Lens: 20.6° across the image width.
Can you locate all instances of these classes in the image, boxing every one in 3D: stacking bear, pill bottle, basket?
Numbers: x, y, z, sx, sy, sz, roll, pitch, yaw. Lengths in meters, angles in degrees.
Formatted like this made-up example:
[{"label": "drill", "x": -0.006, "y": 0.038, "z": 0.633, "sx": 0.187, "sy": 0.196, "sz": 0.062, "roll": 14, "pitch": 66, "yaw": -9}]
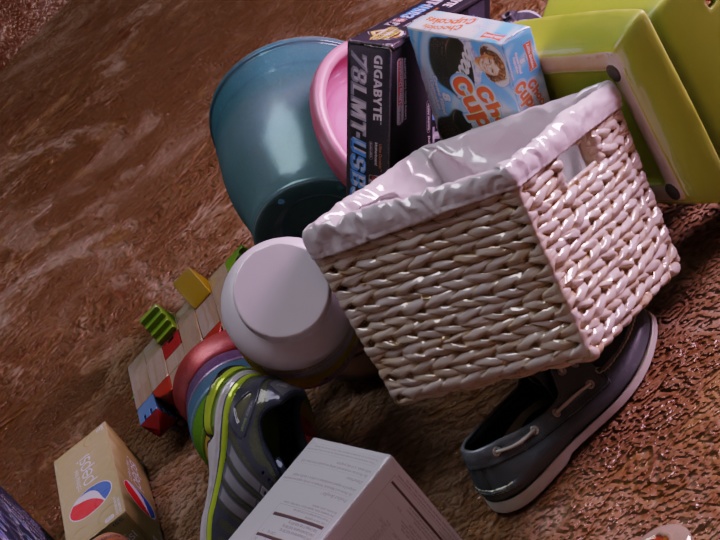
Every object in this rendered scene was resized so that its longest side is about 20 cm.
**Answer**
[{"label": "stacking bear", "x": -0.081, "y": 0.142, "z": 1.679, "sx": 0.200, "sy": 0.114, "sz": 0.122, "roll": -128, "pitch": 47, "yaw": -56}, {"label": "pill bottle", "x": -0.055, "y": 0.032, "z": 1.567, "sx": 0.104, "sy": 0.104, "sz": 0.200, "roll": -42, "pitch": -10, "yaw": -6}, {"label": "basket", "x": 0.102, "y": -0.018, "z": 1.483, "sx": 0.200, "sy": 0.161, "sz": 0.198, "roll": -16, "pitch": 13, "yaw": 36}]

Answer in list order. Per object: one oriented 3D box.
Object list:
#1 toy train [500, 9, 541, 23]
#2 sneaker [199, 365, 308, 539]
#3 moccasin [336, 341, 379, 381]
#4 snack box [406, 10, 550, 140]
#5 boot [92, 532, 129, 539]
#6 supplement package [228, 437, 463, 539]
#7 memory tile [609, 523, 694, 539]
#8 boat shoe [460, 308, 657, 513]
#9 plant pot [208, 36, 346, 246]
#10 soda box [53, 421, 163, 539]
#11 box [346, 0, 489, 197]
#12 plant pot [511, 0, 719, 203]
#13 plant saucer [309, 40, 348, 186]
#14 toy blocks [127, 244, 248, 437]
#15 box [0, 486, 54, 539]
[{"label": "toy train", "x": 0.155, "y": -0.165, "z": 1.871, "sx": 0.085, "sy": 0.114, "sz": 0.200, "roll": -22, "pitch": 28, "yaw": 34}, {"label": "sneaker", "x": -0.076, "y": 0.175, "z": 1.535, "sx": 0.074, "sy": 0.200, "sz": 0.081, "roll": -7, "pitch": 5, "yaw": -42}, {"label": "moccasin", "x": 0.043, "y": 0.035, "z": 1.720, "sx": 0.201, "sy": 0.078, "sz": 0.074, "roll": -25, "pitch": 26, "yaw": 31}, {"label": "snack box", "x": 0.112, "y": -0.110, "z": 1.612, "sx": 0.037, "sy": 0.200, "sz": 0.116, "roll": -34, "pitch": 31, "yaw": -28}, {"label": "boot", "x": -0.194, "y": 0.294, "z": 1.606, "sx": 0.155, "sy": 0.077, "sz": 0.200, "roll": -19, "pitch": 33, "yaw": 44}, {"label": "supplement package", "x": -0.037, "y": 0.235, "z": 1.429, "sx": 0.200, "sy": 0.114, "sz": 0.109, "roll": -48, "pitch": 26, "yaw": -21}, {"label": "memory tile", "x": 0.125, "y": 0.239, "z": 1.302, "sx": 0.200, "sy": 0.017, "sz": 0.153, "roll": -21, "pitch": 29, "yaw": 37}, {"label": "boat shoe", "x": 0.149, "y": 0.089, "z": 1.480, "sx": 0.200, "sy": 0.062, "sz": 0.073, "roll": -48, "pitch": 24, "yaw": -19}, {"label": "plant pot", "x": -0.047, "y": -0.099, "z": 1.981, "sx": 0.200, "sy": 0.200, "sz": 0.188, "roll": -32, "pitch": 38, "yaw": 18}, {"label": "soda box", "x": -0.232, "y": 0.218, "z": 1.825, "sx": 0.068, "sy": 0.064, "sz": 0.200, "roll": -39, "pitch": 23, "yaw": 3}, {"label": "box", "x": 0.052, "y": -0.126, "z": 1.709, "sx": 0.050, "sy": 0.200, "sz": 0.198, "roll": 10, "pitch": 24, "yaw": 25}, {"label": "plant pot", "x": 0.245, "y": -0.163, "z": 1.584, "sx": 0.181, "sy": 0.199, "sz": 0.200, "roll": -39, "pitch": 21, "yaw": -23}, {"label": "plant saucer", "x": 0.034, "y": -0.130, "z": 1.904, "sx": 0.051, "sy": 0.200, "sz": 0.201, "roll": -45, "pitch": 12, "yaw": 47}, {"label": "toy blocks", "x": -0.151, "y": 0.091, "z": 1.910, "sx": 0.200, "sy": 0.100, "sz": 0.137, "roll": -46, "pitch": 31, "yaw": 15}, {"label": "box", "x": -0.327, "y": 0.276, "z": 1.753, "sx": 0.107, "sy": 0.148, "sz": 0.200, "roll": -41, "pitch": 23, "yaw": -3}]
